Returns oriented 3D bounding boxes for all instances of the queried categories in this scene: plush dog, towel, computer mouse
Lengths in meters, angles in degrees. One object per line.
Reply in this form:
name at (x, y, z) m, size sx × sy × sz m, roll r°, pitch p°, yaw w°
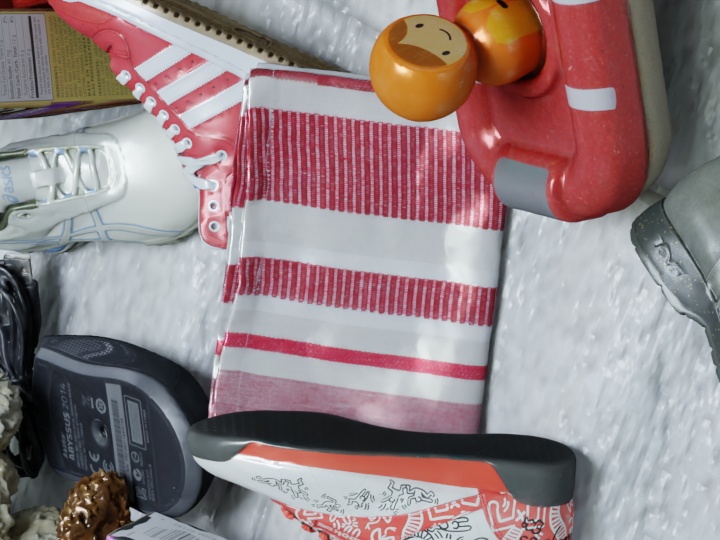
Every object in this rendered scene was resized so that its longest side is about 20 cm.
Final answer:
plush dog at (-0.205, 0.173, 1.617) m, size 0.171 × 0.161 × 0.200 m, roll 19°, pitch 138°, yaw 6°
towel at (0.000, 0.000, 1.479) m, size 0.143 × 0.023 × 0.201 m, roll 7°, pitch 100°, yaw 2°
computer mouse at (-0.140, 0.074, 1.624) m, size 0.200 × 0.053 × 0.139 m, roll 21°, pitch 121°, yaw 43°

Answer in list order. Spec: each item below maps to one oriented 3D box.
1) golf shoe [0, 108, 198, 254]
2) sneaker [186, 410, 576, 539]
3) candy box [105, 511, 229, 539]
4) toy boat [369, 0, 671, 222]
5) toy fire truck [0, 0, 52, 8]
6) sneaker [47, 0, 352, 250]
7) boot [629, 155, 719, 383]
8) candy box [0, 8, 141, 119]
golf shoe at (-0.159, -0.046, 1.601) m, size 0.199 × 0.097 × 0.079 m, roll -16°, pitch 82°, yaw 36°
sneaker at (0.007, 0.135, 1.458) m, size 0.200 × 0.067 × 0.109 m, roll 5°, pitch 104°, yaw 3°
candy box at (-0.052, 0.229, 1.531) m, size 0.199 × 0.061 × 0.137 m, roll 18°, pitch 106°, yaw 19°
toy boat at (0.061, -0.112, 1.365) m, size 0.130 × 0.130 × 0.201 m, roll 16°, pitch 124°, yaw 53°
toy fire truck at (-0.231, -0.197, 1.597) m, size 0.199 × 0.168 × 0.113 m, roll -7°, pitch 90°, yaw 39°
sneaker at (-0.092, -0.080, 1.517) m, size 0.199 × 0.071 × 0.113 m, roll 25°, pitch 104°, yaw 5°
boot at (0.222, 0.010, 1.327) m, size 0.131 × 0.068 × 0.200 m, roll -42°, pitch 70°, yaw 27°
candy box at (-0.204, -0.110, 1.563) m, size 0.116 × 0.200 × 0.057 m, roll -5°, pitch 90°, yaw 39°
